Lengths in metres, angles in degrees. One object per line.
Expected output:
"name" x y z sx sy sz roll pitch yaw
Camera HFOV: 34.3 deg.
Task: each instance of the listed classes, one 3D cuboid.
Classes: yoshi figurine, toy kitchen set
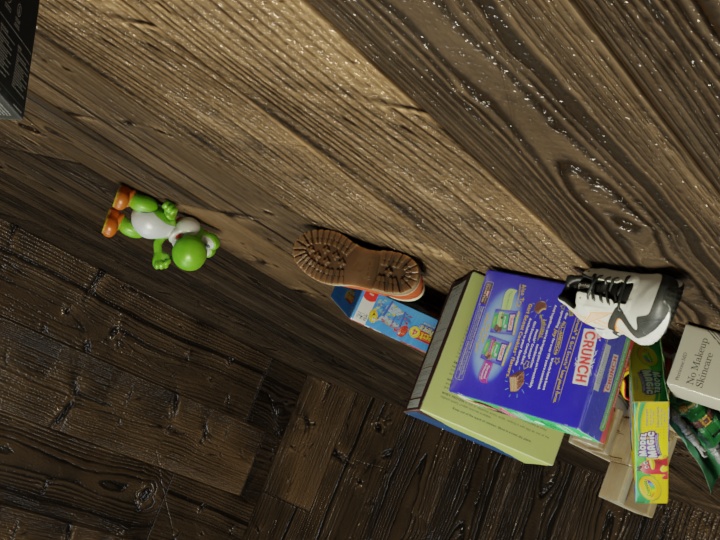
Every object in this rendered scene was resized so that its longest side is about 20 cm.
"yoshi figurine" -0.338 -0.062 2.002 0.198 0.113 0.112 22 164 -16
"toy kitchen set" 0.421 0.240 1.657 0.162 0.202 0.180 26 169 -26

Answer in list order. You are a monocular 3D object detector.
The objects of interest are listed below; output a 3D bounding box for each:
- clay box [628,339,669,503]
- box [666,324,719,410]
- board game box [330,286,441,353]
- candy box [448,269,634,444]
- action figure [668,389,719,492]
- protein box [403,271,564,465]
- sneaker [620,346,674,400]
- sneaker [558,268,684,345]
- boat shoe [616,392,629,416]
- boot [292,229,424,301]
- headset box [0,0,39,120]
"clay box" 0.364 0.182 1.475 0.047 0.115 0.202 -3 124 12
"box" 0.465 0.132 1.352 0.198 0.083 0.068 16 169 27
"board game box" 0.063 0.072 1.842 0.194 0.056 0.200 25 -176 -12
"candy box" 0.228 0.102 1.446 0.199 0.171 0.077 12 170 43
"action figure" 0.467 0.209 1.563 0.200 0.118 0.055 44 -179 -25
"protein box" 0.193 0.138 1.614 0.197 0.202 0.135 23 170 -4
"sneaker" 0.364 0.139 1.618 0.072 0.078 0.200 21 172 -6
"sneaker" 0.277 0.034 1.264 0.080 0.074 0.200 29 167 -10
"boat shoe" 0.419 0.219 1.856 0.056 0.068 0.200 7 -162 -15
"boot" 0.000 0.000 1.696 0.198 0.076 0.107 18 174 18
"headset box" -0.275 -0.224 0.769 0.092 0.202 0.174 5 171 0
